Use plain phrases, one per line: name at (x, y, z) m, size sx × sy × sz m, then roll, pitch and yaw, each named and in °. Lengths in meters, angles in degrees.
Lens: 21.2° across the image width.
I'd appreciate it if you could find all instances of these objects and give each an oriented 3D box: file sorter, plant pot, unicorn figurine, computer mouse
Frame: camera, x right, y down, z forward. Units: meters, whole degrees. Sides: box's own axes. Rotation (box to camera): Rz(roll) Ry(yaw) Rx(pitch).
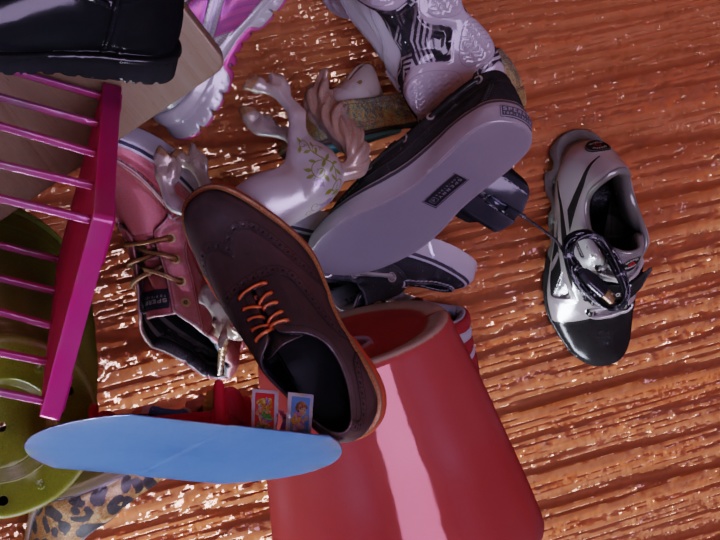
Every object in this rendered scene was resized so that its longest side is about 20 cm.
file sorter at (-0.225, -0.029, 1.193) m, size 0.125 × 0.200 × 0.139 m, roll 13°, pitch 115°, yaw -12°
plant pot at (-0.262, 0.072, 1.325) m, size 0.200 × 0.193 × 0.201 m, roll -7°, pitch 110°, yaw -19°
plant pot at (0.016, 0.128, 1.382) m, size 0.200 × 0.200 × 0.178 m, roll -19°, pitch 106°, yaw -14°
unicorn figurine at (-0.077, -0.042, 1.334) m, size 0.200 × 0.074 × 0.138 m, roll -40°, pitch 78°, yaw 10°
computer mouse at (0.126, -0.035, 1.477) m, size 0.200 × 0.034 × 0.059 m, roll 36°, pitch 108°, yaw 0°

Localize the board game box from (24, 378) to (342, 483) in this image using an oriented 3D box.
board game box at (-0.112, 0.097, 1.223) m, size 0.199 × 0.158 × 0.039 m, roll 9°, pitch 70°, yaw -25°

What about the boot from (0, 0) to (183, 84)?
boot at (-0.189, -0.205, 1.171) m, size 0.199 × 0.077 × 0.169 m, roll 4°, pitch 121°, yaw -18°

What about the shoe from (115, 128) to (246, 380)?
shoe at (-0.139, -0.011, 1.389) m, size 0.200 × 0.071 × 0.091 m, roll 50°, pitch 43°, yaw -31°

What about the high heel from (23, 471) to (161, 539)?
high heel at (-0.208, 0.218, 1.460) m, size 0.199 × 0.071 × 0.143 m, roll -23°, pitch 110°, yaw 6°

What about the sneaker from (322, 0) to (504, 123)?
sneaker at (0.034, -0.178, 1.389) m, size 0.075 × 0.115 × 0.200 m, roll -33°, pitch 114°, yaw -7°

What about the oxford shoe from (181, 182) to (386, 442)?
oxford shoe at (-0.053, 0.025, 1.263) m, size 0.071 × 0.073 × 0.200 m, roll -39°, pitch 84°, yaw 9°

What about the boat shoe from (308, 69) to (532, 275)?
boat shoe at (0.040, -0.066, 1.353) m, size 0.200 × 0.057 × 0.069 m, roll -36°, pitch 135°, yaw 29°

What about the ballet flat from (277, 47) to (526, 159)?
ballet flat at (0.027, -0.128, 1.442) m, size 0.199 × 0.071 × 0.071 m, roll -12°, pitch 113°, yaw -16°

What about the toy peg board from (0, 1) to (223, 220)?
toy peg board at (-0.230, -0.174, 1.282) m, size 0.199 × 0.098 × 0.200 m, roll -33°, pitch 118°, yaw 9°

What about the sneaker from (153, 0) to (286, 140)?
sneaker at (-0.111, -0.194, 1.350) m, size 0.088 × 0.081 × 0.201 m, roll 26°, pitch 97°, yaw -28°

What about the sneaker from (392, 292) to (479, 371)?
sneaker at (0.002, 0.082, 1.497) m, size 0.199 × 0.071 × 0.113 m, roll -15°, pitch 117°, yaw -24°

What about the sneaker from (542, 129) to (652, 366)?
sneaker at (0.191, -0.004, 1.531) m, size 0.074 × 0.089 × 0.201 m, roll -18°, pitch 115°, yaw -16°

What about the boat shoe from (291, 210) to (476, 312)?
boat shoe at (0.000, 0.000, 1.448) m, size 0.199 × 0.072 × 0.068 m, roll 14°, pitch 79°, yaw -35°
